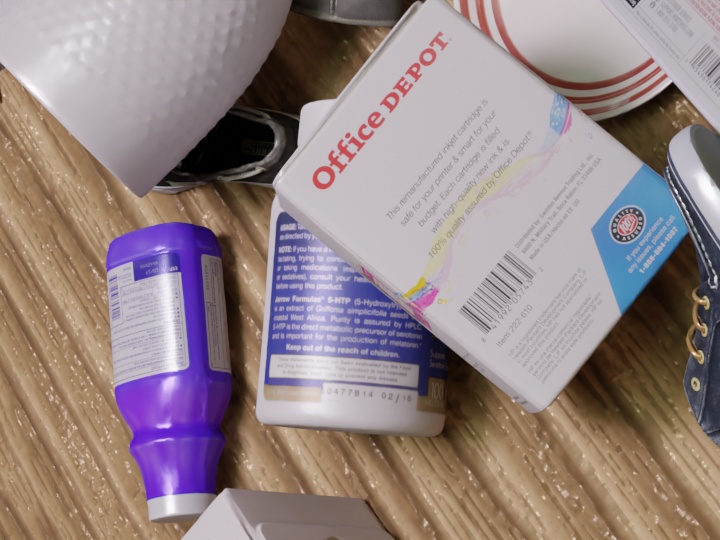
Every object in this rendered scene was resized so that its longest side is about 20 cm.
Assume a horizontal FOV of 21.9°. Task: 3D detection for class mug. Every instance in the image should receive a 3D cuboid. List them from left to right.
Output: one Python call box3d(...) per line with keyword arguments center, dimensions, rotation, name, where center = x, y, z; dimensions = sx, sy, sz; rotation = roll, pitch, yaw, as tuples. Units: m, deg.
box3d(center=(-0.139, -0.164, 1.237), dimensions=(0.175, 0.148, 0.200), rotation=(-45, 17, -2), name="mug")

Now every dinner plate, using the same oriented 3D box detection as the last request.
box3d(center=(0.144, -0.188, 1.146), dimensions=(0.199, 0.024, 0.201), rotation=(-8, 77, 36), name="dinner plate")

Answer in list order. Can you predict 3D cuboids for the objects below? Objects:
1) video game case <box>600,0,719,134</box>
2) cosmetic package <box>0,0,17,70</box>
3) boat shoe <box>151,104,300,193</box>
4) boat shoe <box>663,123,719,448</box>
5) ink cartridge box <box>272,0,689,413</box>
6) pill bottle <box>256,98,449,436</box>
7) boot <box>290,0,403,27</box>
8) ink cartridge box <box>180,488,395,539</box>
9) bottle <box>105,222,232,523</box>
box3d(center=(0.227, -0.182, 1.031), dimensions=(0.182, 0.022, 0.200), rotation=(-49, 45, 18), name="video game case")
box3d(center=(-0.232, -0.262, 1.314), dimensions=(0.123, 0.199, 0.200), rotation=(36, 110, -6), name="cosmetic package")
box3d(center=(-0.116, -0.092, 1.299), dimensions=(0.199, 0.064, 0.071), rotation=(3, 85, 37), name="boat shoe")
box3d(center=(0.201, 0.025, 1.007), dimensions=(0.091, 0.071, 0.201), rotation=(-32, 90, 30), name="boat shoe")
box3d(center=(0.069, -0.037, 1.066), dimensions=(0.200, 0.085, 0.145), rotation=(40, 86, 3), name="ink cartridge box")
box3d(center=(0.000, 0.000, 1.164), dimensions=(0.119, 0.119, 0.201), rotation=(0, 83, 37), name="pill bottle")
box3d(center=(0.018, -0.256, 1.191), dimensions=(0.181, 0.072, 0.201), rotation=(16, 105, 47), name="boot")
box3d(center=(-0.061, 0.255, 1.151), dimensions=(0.200, 0.147, 0.145), rotation=(-51, 58, 20), name="ink cartridge box")
box3d(center=(-0.129, 0.071, 1.283), dimensions=(0.083, 0.065, 0.201), rotation=(-16, 74, 35), name="bottle")
